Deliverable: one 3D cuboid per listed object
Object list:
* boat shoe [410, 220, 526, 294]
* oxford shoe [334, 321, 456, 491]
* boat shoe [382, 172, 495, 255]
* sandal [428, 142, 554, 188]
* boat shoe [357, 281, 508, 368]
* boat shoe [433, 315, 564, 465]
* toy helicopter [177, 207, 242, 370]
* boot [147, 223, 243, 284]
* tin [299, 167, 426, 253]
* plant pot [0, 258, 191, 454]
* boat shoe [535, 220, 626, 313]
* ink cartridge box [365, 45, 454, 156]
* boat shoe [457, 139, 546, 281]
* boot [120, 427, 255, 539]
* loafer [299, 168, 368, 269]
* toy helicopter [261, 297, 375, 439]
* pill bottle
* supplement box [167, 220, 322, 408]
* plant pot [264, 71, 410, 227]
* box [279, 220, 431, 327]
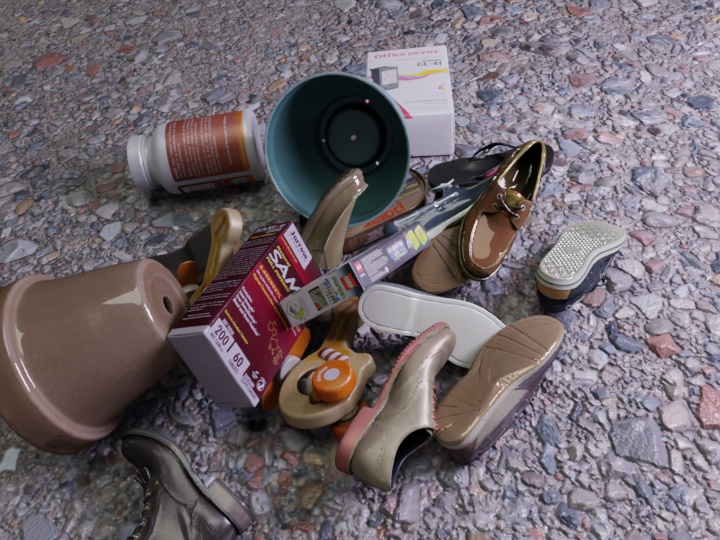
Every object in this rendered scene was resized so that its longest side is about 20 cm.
[{"bbox_3d":[0.147,-0.030,0.897,0.199,0.063,0.074,-34,78,-18],"label":"boat shoe"},{"bbox_3d":[0.058,0.143,0.705,0.074,0.071,0.201,23,62,29],"label":"oxford shoe"},{"bbox_3d":[0.119,-0.088,0.934,0.199,0.075,0.062,-35,82,-13],"label":"boat shoe"},{"bbox_3d":[0.200,-0.162,1.011,0.197,0.045,0.076,-10,47,-1],"label":"sandal"},{"bbox_3d":[0.091,0.061,0.796,0.197,0.074,0.062,19,6,-3],"label":"boat shoe"},{"bbox_3d":[0.157,0.130,0.739,0.200,0.065,0.071,-43,39,-24],"label":"boat shoe"},{"bbox_3d":[-0.185,0.021,0.828,0.078,0.203,0.132,7,9,-42],"label":"toy helicopter"},{"bbox_3d":[-0.246,0.011,0.914,0.198,0.075,0.074,-27,65,8],"label":"boot"},{"bbox_3d":[0.006,-0.090,0.981,0.198,0.042,0.112,-24,45,-13],"label":"tin"},{"bbox_3d":[-0.283,0.075,0.735,0.173,0.201,0.202,-24,47,8],"label":"plant pot"},{"bbox_3d":[0.280,-0.010,0.852,0.074,0.063,0.199,22,39,31],"label":"boat shoe"},{"bbox_3d":[0.080,-0.283,1.113,0.145,0.086,0.202,-3,49,6],"label":"ink cartridge box"},{"bbox_3d":[0.181,-0.083,0.850,0.071,0.068,0.202,25,69,-2],"label":"boat shoe"},{"bbox_3d":[-0.221,0.268,0.666,0.198,0.070,0.174,26,56,26],"label":"boot"},{"bbox_3d":[-0.045,-0.043,0.872,0.067,0.201,0.076,34,22,-7],"label":"loafer"},{"bbox_3d":[-0.042,0.104,0.794,0.130,0.080,0.201,-5,36,23],"label":"toy helicopter"},{"bbox_3d":[-0.257,-0.184,1.053,0.197,0.113,0.113,-9,47,0],"label":"pill bottle"},{"bbox_3d":[-0.119,0.046,0.761,0.060,0.110,0.201,-9,34,32],"label":"supplement box"},{"bbox_3d":[-0.020,-0.177,0.929,0.197,0.203,0.134,3,22,11],"label":"plant pot"},{"bbox_3d":[0.000,0.000,0.798,0.109,0.035,0.200,-28,2,32],"label":"box"}]
